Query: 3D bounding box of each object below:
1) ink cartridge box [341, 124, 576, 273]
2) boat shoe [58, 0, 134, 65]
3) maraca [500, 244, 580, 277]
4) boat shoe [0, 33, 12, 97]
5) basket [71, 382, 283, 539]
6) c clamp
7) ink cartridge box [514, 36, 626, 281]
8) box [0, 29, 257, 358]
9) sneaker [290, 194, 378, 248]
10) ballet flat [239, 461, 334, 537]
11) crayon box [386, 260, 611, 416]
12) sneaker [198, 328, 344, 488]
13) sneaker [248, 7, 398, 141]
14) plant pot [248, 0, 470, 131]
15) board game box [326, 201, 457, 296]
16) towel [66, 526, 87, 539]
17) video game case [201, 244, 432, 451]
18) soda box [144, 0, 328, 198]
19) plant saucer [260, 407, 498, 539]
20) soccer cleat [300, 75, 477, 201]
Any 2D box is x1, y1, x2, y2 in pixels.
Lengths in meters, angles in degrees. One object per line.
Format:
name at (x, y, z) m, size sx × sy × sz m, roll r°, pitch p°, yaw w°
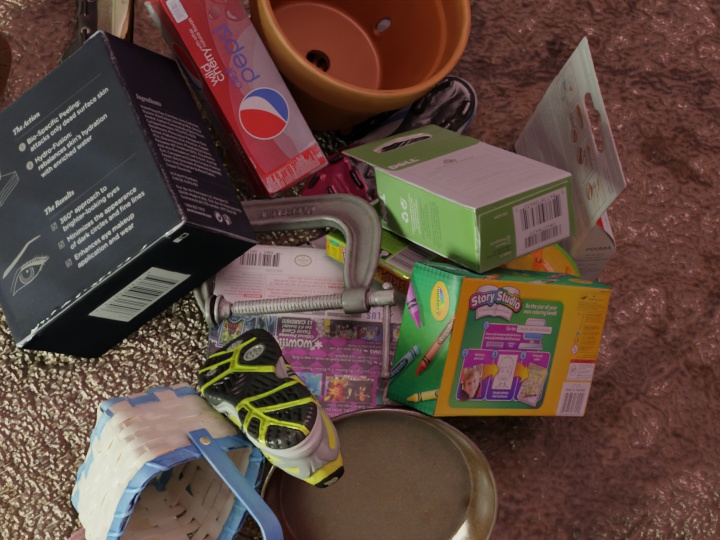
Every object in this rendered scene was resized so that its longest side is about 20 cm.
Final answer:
ink cartridge box at (0.081, -0.065, 1.677) m, size 0.104 × 0.059 × 0.200 m, roll -20°, pitch 27°, yaw -28°
boat shoe at (-0.248, -0.188, 1.828) m, size 0.065 × 0.073 × 0.200 m, roll 3°, pitch 59°, yaw 0°
maraca at (0.110, 0.030, 1.776) m, size 0.200 × 0.107 × 0.137 m, roll -4°, pitch 82°, yaw -16°
boat shoe at (-0.370, -0.127, 1.774) m, size 0.073 × 0.063 × 0.200 m, roll 32°, pitch 60°, yaw -27°
basket at (-0.139, 0.198, 1.582) m, size 0.139 × 0.176 × 0.200 m, roll -8°, pitch 49°, yaw -35°
c clamp at (-0.059, 0.007, 1.665) m, size 0.200 × 0.027 × 0.171 m, roll 1°, pitch 64°, yaw 20°
ink cartridge box at (0.208, -0.098, 1.814) m, size 0.047 × 0.200 × 0.160 m, roll -3°, pitch 64°, yaw -18°
box at (-0.223, -0.061, 1.676) m, size 0.117 × 0.197 × 0.200 m, roll 15°, pitch 46°, yaw -59°
sneaker at (0.000, 0.000, 1.789) m, size 0.200 × 0.078 × 0.090 m, roll -33°, pitch 75°, yaw -14°
ballet flat at (-0.019, 0.174, 1.695) m, size 0.200 × 0.065 × 0.071 m, roll -20°, pitch 76°, yaw -21°
crayon box at (0.120, 0.060, 1.657) m, size 0.200 × 0.058 × 0.119 m, roll 5°, pitch 100°, yaw -45°
sneaker at (-0.072, 0.113, 1.570) m, size 0.075 × 0.076 × 0.200 m, roll -33°, pitch 29°, yaw -2°
sneaker at (-0.045, -0.184, 1.867) m, size 0.200 × 0.078 × 0.112 m, roll -3°, pitch 63°, yaw -15°
plant pot at (-0.019, -0.216, 1.775) m, size 0.200 × 0.140 × 0.200 m, roll 9°, pitch 64°, yaw -20°
board game box at (0.070, -0.046, 1.737) m, size 0.096 × 0.030 × 0.200 m, roll 27°, pitch 45°, yaw 30°
towel at (-0.206, 0.320, 1.601) m, size 0.144 × 0.023 × 0.200 m, roll -38°, pitch 79°, yaw -29°
video game case at (-0.033, 0.067, 1.694) m, size 0.200 × 0.036 × 0.181 m, roll 3°, pitch 66°, yaw 1°
soda box at (-0.109, -0.163, 1.715) m, size 0.063 × 0.070 × 0.200 m, roll -32°, pitch 104°, yaw -14°
plant saucer at (0.015, 0.192, 1.644) m, size 0.200 × 0.200 × 0.034 m, roll 10°, pitch 27°, yaw -9°
soccer cleat at (0.031, -0.106, 1.857) m, size 0.200 × 0.086 × 0.070 m, roll -38°, pitch 83°, yaw -3°
